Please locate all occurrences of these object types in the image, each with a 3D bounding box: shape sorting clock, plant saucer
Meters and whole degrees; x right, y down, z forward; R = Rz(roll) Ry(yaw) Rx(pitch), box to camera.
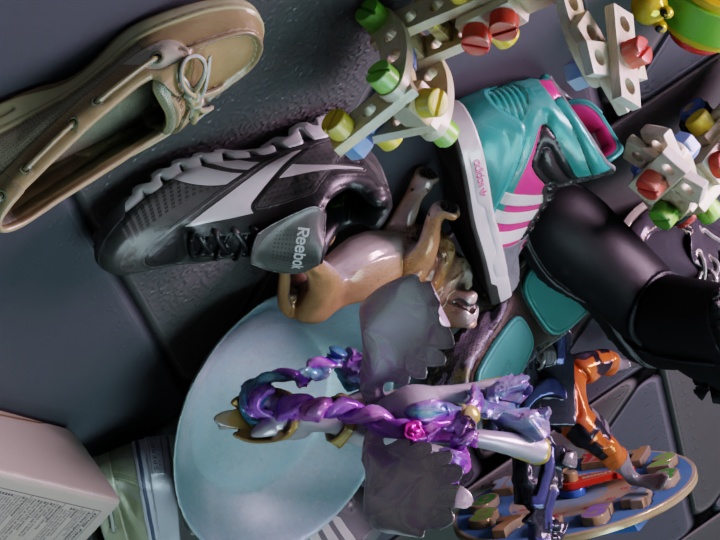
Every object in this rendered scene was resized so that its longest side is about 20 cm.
[{"bbox_3d":[0.171,0.180,1.995,0.200,0.039,0.200,-13,-173,2],"label":"shape sorting clock"},{"bbox_3d":[-0.061,0.100,1.721,0.201,0.039,0.201,-20,122,-37],"label":"plant saucer"}]

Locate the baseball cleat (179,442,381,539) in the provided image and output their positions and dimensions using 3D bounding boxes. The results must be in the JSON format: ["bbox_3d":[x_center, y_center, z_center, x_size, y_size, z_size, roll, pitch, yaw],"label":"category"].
[{"bbox_3d":[-0.038,0.163,1.837,0.200,0.070,0.106,2,131,-48],"label":"baseball cleat"}]

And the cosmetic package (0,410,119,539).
[{"bbox_3d":[-0.260,0.142,1.581,0.104,0.073,0.200,-47,148,13],"label":"cosmetic package"}]

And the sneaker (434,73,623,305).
[{"bbox_3d":[0.120,-0.063,1.700,0.121,0.084,0.200,-23,145,-7],"label":"sneaker"}]

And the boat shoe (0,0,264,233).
[{"bbox_3d":[-0.135,-0.088,1.420,0.201,0.063,0.073,-27,147,-17],"label":"boat shoe"}]

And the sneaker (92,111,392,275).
[{"bbox_3d":[-0.065,-0.033,1.536,0.200,0.091,0.066,-22,144,-25],"label":"sneaker"}]

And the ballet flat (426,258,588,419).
[{"bbox_3d":[0.108,0.036,1.817,0.200,0.072,0.072,-47,160,-40],"label":"ballet flat"}]

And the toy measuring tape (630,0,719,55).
[{"bbox_3d":[0.267,-0.188,1.693,0.200,0.074,0.074,-15,142,-33],"label":"toy measuring tape"}]

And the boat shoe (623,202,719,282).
[{"bbox_3d":[0.260,-0.008,1.909,0.200,0.063,0.073,13,102,-55],"label":"boat shoe"}]

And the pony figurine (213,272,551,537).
[{"bbox_3d":[0.029,0.098,1.641,0.200,0.167,0.193,8,167,-41],"label":"pony figurine"}]

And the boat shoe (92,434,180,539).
[{"bbox_3d":[-0.158,0.183,1.760,0.062,0.072,0.200,-6,139,-5],"label":"boat shoe"}]

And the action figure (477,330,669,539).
[{"bbox_3d":[0.141,0.127,1.903,0.193,0.200,0.105,13,165,-27],"label":"action figure"}]

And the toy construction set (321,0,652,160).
[{"bbox_3d":[0.076,-0.136,1.487,0.200,0.131,0.092,-8,139,24],"label":"toy construction set"}]

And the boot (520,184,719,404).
[{"bbox_3d":[0.213,0.018,1.756,0.073,0.162,0.198,-49,118,-13],"label":"boot"}]

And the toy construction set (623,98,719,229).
[{"bbox_3d":[0.260,-0.092,1.746,0.200,0.092,0.131,-33,-170,-28],"label":"toy construction set"}]

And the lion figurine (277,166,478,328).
[{"bbox_3d":[0.000,0.000,1.669,0.200,0.072,0.123,-4,132,-34],"label":"lion figurine"}]
